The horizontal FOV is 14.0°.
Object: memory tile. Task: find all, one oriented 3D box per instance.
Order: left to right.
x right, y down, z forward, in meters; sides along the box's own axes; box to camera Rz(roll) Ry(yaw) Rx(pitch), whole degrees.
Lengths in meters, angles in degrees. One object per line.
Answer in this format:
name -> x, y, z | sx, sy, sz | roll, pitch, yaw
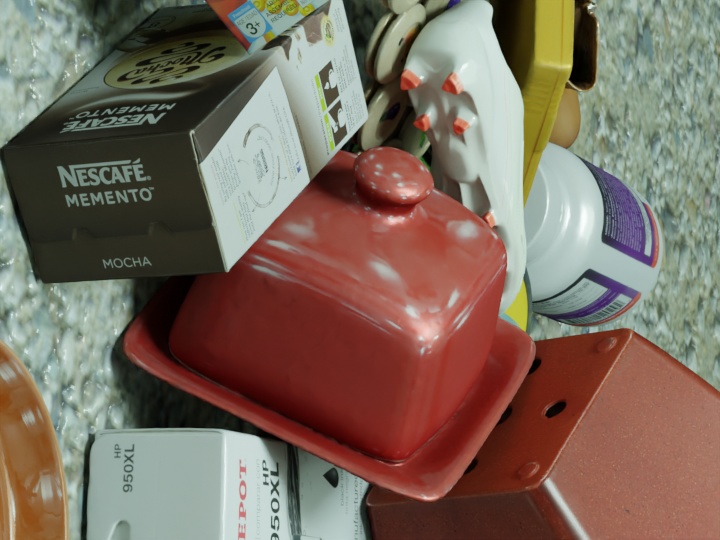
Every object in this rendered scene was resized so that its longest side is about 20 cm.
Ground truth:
memory tile -> 0.043, -0.136, 1.682 | 0.153, 0.017, 0.200 | -44, 156, -42

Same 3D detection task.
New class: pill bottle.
pill bottle -> 0.127, -0.028, 2.015 | 0.200, 0.111, 0.112 | 22, 68, -64

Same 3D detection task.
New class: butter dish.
butter dish -> 0.000, 0.000, 1.594 | 0.200, 0.199, 0.148 | -51, 162, -55

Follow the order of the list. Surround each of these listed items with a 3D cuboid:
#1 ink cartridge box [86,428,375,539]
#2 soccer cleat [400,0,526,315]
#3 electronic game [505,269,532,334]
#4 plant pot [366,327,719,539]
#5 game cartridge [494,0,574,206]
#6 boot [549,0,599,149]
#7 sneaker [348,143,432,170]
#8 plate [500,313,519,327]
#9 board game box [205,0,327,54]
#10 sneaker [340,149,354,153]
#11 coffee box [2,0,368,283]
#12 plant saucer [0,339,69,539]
ink cartridge box -> -0.067, 0.166, 1.600 | 0.200, 0.084, 0.145 | 18, 71, -64
soccer cleat -> 0.068, -0.061, 1.680 | 0.078, 0.069, 0.201 | -51, 143, -43
electronic game -> 0.031, 0.063, 1.782 | 0.200, 0.042, 0.201 | -30, 137, -32
plant pot -> 0.121, 0.147, 1.682 | 0.176, 0.200, 0.200 | 55, 48, -23
game cartridge -> 0.100, -0.132, 1.783 | 0.200, 0.032, 0.177 | 109, -12, -55
boot -> 0.123, -0.142, 1.968 | 0.074, 0.155, 0.200 | -36, 120, -10
sneaker -> 0.041, -0.040, 1.869 | 0.200, 0.076, 0.084 | 69, 17, -54
plate -> 0.036, 0.112, 1.771 | 0.200, 0.026, 0.201 | -28, 136, -30
board game box -> -0.071, -0.232, 1.502 | 0.200, 0.105, 0.103 | 50, 29, -15
sneaker -> -0.002, 0.009, 1.798 | 0.080, 0.074, 0.200 | -62, 140, -23
coffee box -> -0.088, -0.073, 1.542 | 0.200, 0.113, 0.080 | -51, 133, -56
plant saucer -> -0.199, 0.125, 1.376 | 0.200, 0.032, 0.201 | -3, 90, -66
